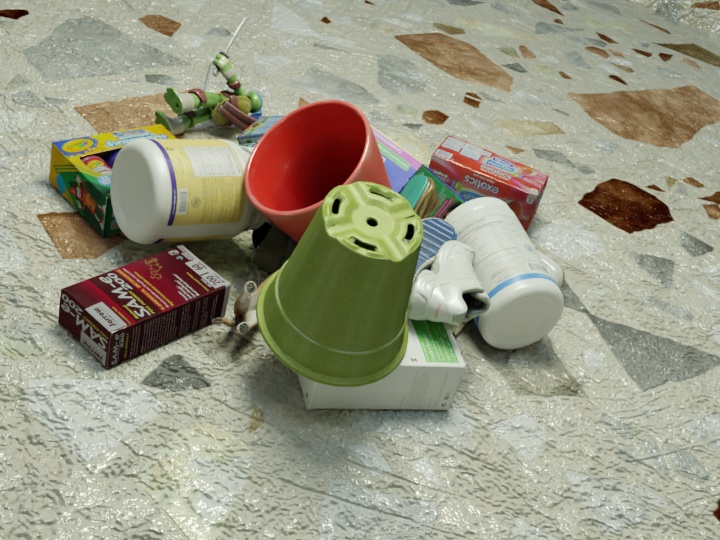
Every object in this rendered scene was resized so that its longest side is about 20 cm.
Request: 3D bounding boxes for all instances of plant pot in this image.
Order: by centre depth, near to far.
[{"bbox_3d":[-0.008,0.002,1.227,0.198,0.191,0.201,11,46,-12],"label":"plant pot"},{"bbox_3d":[-0.039,-0.109,1.457,0.199,0.178,0.202,-15,51,19],"label":"plant pot"}]

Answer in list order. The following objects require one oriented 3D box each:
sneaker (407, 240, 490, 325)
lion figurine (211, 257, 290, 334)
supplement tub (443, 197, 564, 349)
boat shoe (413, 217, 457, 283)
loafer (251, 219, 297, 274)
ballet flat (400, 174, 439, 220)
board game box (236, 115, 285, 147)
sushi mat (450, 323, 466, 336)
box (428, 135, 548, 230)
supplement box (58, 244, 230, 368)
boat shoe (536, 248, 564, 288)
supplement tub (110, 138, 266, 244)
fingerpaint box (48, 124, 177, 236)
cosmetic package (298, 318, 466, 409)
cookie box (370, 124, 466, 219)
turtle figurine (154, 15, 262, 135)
[{"bbox_3d":[0.133,0.027,1.393,0.099,0.079,0.200,22,31,12],"label":"sneaker"},{"bbox_3d":[-0.117,0.030,1.396,0.199,0.122,0.073,-24,89,-15],"label":"lion figurine"},{"bbox_3d":[0.205,0.004,1.520,0.131,0.133,0.201,0,43,-23],"label":"supplement tub"},{"bbox_3d":[0.070,-0.002,1.476,0.072,0.073,0.200,32,49,18],"label":"boat shoe"},{"bbox_3d":[-0.126,-0.066,1.556,0.069,0.076,0.201,15,33,-9],"label":"loafer"},{"bbox_3d":[0.056,-0.050,1.533,0.068,0.072,0.201,18,66,48],"label":"ballet flat"},{"bbox_3d":[-0.111,-0.206,1.711,0.198,0.062,0.200,-4,26,23],"label":"board game box"},{"bbox_3d":[0.142,0.036,1.574,0.095,0.012,0.200,27,34,16],"label":"sushi mat"},{"bbox_3d":[0.217,-0.146,1.801,0.198,0.096,0.100,23,34,11],"label":"box"},{"bbox_3d":[-0.280,0.043,1.343,0.108,0.061,0.199,35,38,27],"label":"supplement box"},{"bbox_3d":[0.231,-0.024,1.647,0.199,0.071,0.069,33,35,23],"label":"boat shoe"},{"bbox_3d":[-0.238,-0.114,1.466,0.199,0.146,0.145,-6,37,-41],"label":"supplement tub"},{"bbox_3d":[-0.349,-0.144,1.580,0.199,0.074,0.167,-17,45,-40],"label":"fingerpaint box"},{"bbox_3d":[0.022,0.118,1.336,0.198,0.085,0.108,3,38,-20],"label":"cosmetic package"},{"bbox_3d":[0.069,-0.150,1.677,0.171,0.075,0.200,41,6,34],"label":"cookie box"},{"bbox_3d":[-0.277,-0.322,1.819,0.193,0.202,0.143,-25,16,-40],"label":"turtle figurine"}]
